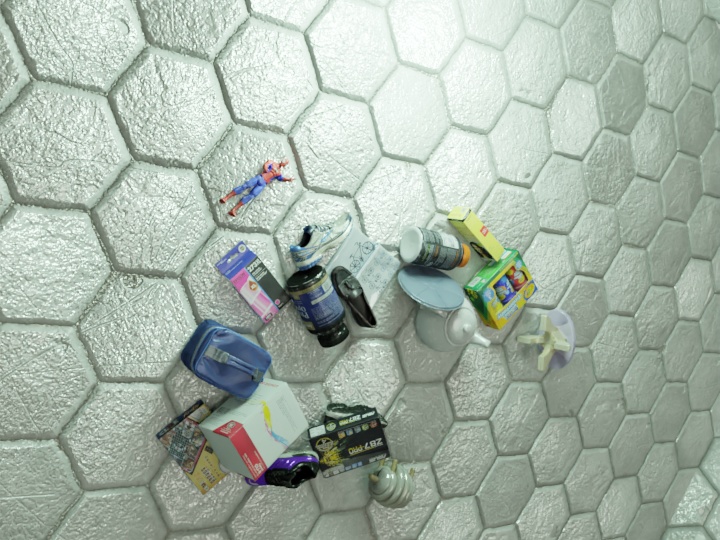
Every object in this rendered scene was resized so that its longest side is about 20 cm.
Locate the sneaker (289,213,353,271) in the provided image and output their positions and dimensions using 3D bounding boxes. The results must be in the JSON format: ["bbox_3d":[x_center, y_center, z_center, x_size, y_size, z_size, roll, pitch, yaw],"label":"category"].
[{"bbox_3d":[-0.102,-0.091,1.681,0.200,0.077,0.085,-44,113,-18],"label":"sneaker"}]

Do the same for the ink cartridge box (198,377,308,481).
[{"bbox_3d":[-0.259,0.382,1.596,0.200,0.145,0.145,-41,118,-35],"label":"ink cartridge box"}]

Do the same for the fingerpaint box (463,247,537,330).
[{"bbox_3d":[0.444,0.057,2.034,0.200,0.073,0.167,-42,116,-19],"label":"fingerpaint box"}]

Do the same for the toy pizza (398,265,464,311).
[{"bbox_3d":[0.198,0.054,1.830,0.199,0.200,0.032,-1,128,-31],"label":"toy pizza"}]

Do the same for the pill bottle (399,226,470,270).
[{"bbox_3d":[0.220,-0.058,1.861,0.199,0.106,0.107,11,92,-32],"label":"pill bottle"}]

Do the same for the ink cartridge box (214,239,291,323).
[{"bbox_3d":[-0.267,0.030,1.625,0.095,0.037,0.200,-45,115,-18],"label":"ink cartridge box"}]

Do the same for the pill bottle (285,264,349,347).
[{"bbox_3d":[-0.106,0.096,1.686,0.112,0.112,0.201,-33,113,-22],"label":"pill bottle"}]

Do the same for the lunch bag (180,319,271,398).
[{"bbox_3d":[-0.316,0.220,1.567,0.200,0.132,0.136,34,80,-30],"label":"lunch bag"}]

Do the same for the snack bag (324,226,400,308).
[{"bbox_3d":[0.000,0.000,1.788,0.200,0.021,0.189,40,77,-29],"label":"snack bag"}]

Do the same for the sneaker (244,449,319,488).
[{"bbox_3d":[-0.202,0.528,1.682,0.199,0.100,0.070,-13,111,-7],"label":"sneaker"}]

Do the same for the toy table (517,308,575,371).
[{"bbox_3d":[0.623,0.233,2.122,0.117,0.183,0.201,-8,90,-46],"label":"toy table"}]

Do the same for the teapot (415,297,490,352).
[{"bbox_3d":[0.267,0.154,1.901,0.199,0.146,0.198,-17,106,-27],"label":"teapot"}]

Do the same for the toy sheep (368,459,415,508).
[{"bbox_3d":[0.088,0.620,1.881,0.200,0.138,0.138,35,80,-34],"label":"toy sheep"}]

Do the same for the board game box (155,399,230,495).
[{"bbox_3d":[-0.396,0.441,1.613,0.135,0.035,0.201,-37,115,-21],"label":"board game box"}]

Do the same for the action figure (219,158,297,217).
[{"bbox_3d":[-0.237,-0.210,1.569,0.200,0.099,0.065,-44,118,-20],"label":"action figure"}]

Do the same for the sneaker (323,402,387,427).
[{"bbox_3d":[-0.015,0.425,1.825,0.199,0.074,0.080,12,101,-26],"label":"sneaker"}]

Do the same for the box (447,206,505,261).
[{"bbox_3d":[0.349,-0.109,1.950,0.200,0.075,0.050,45,75,-28],"label":"box"}]

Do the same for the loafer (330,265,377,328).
[{"bbox_3d":[-0.010,0.073,1.745,0.072,0.063,0.200,-39,116,-19],"label":"loafer"}]

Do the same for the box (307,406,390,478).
[{"bbox_3d":[-0.030,0.472,1.773,0.199,0.049,0.162,-17,123,-4],"label":"box"}]
